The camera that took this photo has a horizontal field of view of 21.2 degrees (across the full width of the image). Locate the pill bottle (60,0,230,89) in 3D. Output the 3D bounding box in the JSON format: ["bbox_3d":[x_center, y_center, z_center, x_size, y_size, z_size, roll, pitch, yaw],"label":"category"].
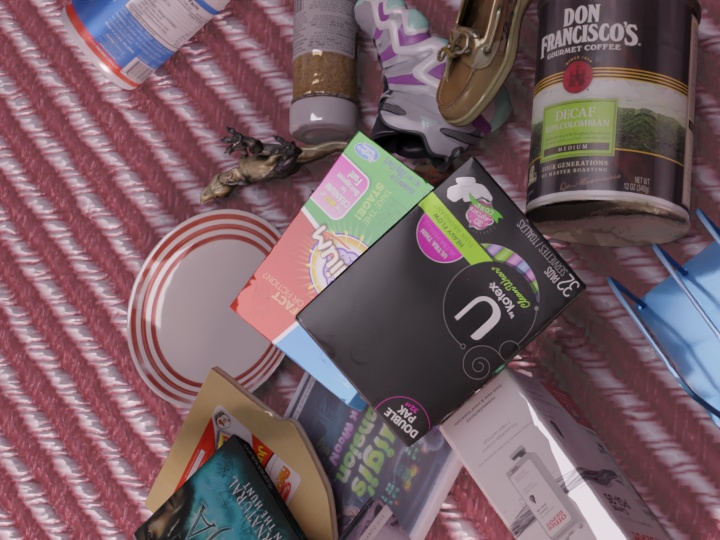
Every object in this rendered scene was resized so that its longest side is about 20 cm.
[{"bbox_3d":[-0.200,-0.289,1.963,0.200,0.112,0.113,-41,61,9],"label":"pill bottle"}]

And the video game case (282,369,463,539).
[{"bbox_3d":[-0.006,0.184,1.747,0.181,0.023,0.201,36,108,30],"label":"video game case"}]

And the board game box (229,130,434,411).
[{"bbox_3d":[0.000,0.000,1.724,0.153,0.040,0.201,37,92,22],"label":"board game box"}]

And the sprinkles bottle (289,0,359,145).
[{"bbox_3d":[-0.034,-0.226,1.885,0.068,0.068,0.202,-7,72,25],"label":"sprinkles bottle"}]

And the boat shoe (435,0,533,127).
[{"bbox_3d":[0.108,-0.229,1.728,0.073,0.062,0.201,20,88,56],"label":"boat shoe"}]

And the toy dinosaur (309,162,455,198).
[{"bbox_3d":[0.029,-0.011,1.786,0.134,0.086,0.202,-4,79,18],"label":"toy dinosaur"}]

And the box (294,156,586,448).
[{"bbox_3d":[0.069,0.027,1.613,0.200,0.124,0.149,-41,86,4],"label":"box"}]

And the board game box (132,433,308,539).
[{"bbox_3d":[-0.111,0.256,1.676,0.135,0.028,0.200,-44,46,7],"label":"board game box"}]

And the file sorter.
[{"bbox_3d":[0.328,0.009,1.603,0.200,0.123,0.139,-38,62,11],"label":"file sorter"}]

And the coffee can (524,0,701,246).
[{"bbox_3d":[0.221,-0.136,1.685,0.145,0.146,0.202,-2,75,26],"label":"coffee can"}]

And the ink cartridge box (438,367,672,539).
[{"bbox_3d":[0.174,0.192,1.611,0.083,0.146,0.201,-42,62,13],"label":"ink cartridge box"}]

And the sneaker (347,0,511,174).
[{"bbox_3d":[0.030,-0.168,1.815,0.140,0.078,0.200,-44,59,-8],"label":"sneaker"}]

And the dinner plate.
[{"bbox_3d":[-0.141,0.039,1.887,0.199,0.024,0.202,-8,71,24],"label":"dinner plate"}]

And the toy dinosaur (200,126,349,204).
[{"bbox_3d":[-0.081,-0.109,1.863,0.198,0.088,0.048,-10,71,24],"label":"toy dinosaur"}]

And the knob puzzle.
[{"bbox_3d":[-0.091,0.211,1.772,0.218,0.030,0.222,10,108,32],"label":"knob puzzle"}]

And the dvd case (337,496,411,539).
[{"bbox_3d":[0.023,0.312,1.603,0.016,0.201,0.149,-3,38,50],"label":"dvd case"}]
